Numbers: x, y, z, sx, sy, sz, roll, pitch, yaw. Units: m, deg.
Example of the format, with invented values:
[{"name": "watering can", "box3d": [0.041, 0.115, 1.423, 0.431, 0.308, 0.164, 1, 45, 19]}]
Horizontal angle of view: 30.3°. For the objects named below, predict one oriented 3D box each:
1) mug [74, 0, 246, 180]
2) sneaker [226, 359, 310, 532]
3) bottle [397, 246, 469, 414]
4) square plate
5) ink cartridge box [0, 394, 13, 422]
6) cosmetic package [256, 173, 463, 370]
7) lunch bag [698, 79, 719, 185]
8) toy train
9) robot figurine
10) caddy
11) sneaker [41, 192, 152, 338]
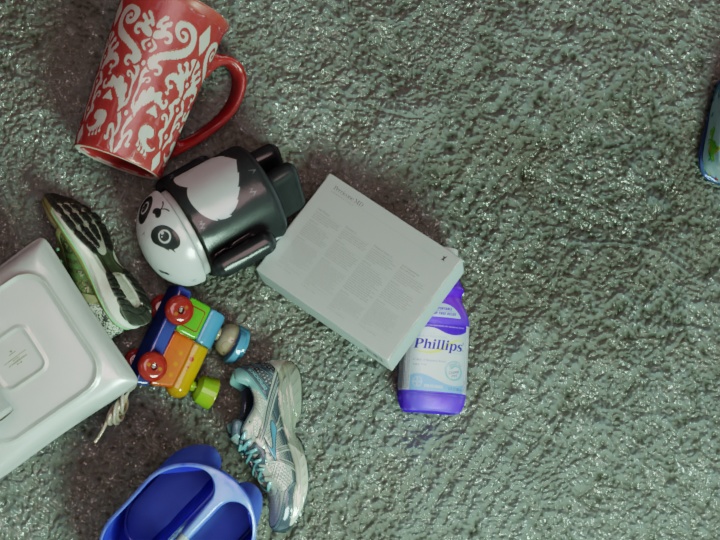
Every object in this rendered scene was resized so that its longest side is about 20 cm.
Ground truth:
[{"name": "mug", "box3d": [-0.230, -0.211, 1.553, 0.176, 0.133, 0.201, 21, 82, -6]}, {"name": "sneaker", "box3d": [-0.115, 0.204, 1.541, 0.086, 0.078, 0.202, 2, 72, -28]}, {"name": "bottle", "box3d": [0.090, 0.073, 1.610, 0.083, 0.065, 0.202, 6, 82, -12]}, {"name": "square plate", "box3d": [-0.382, 0.098, 1.475, 0.199, 0.028, 0.199, -34, 88, -2]}, {"name": "ink cartridge box", "box3d": [-0.495, 0.166, 1.430, 0.200, 0.083, 0.145, -41, 90, 14]}, {"name": "cosmetic package", "box3d": [0.000, 0.000, 1.576, 0.199, 0.052, 0.151, 34, 79, 17]}, {"name": "lunch bag", "box3d": [0.549, -0.172, 1.726, 0.198, 0.082, 0.162, 14, 81, -9]}, {"name": "toy train", "box3d": [-0.216, 0.129, 1.541, 0.115, 0.085, 0.201, 28, 79, -21]}, {"name": "robot figurine", "box3d": [-0.165, -0.068, 1.546, 0.199, 0.150, 0.125, -31, 102, -14]}, {"name": "caddy", "box3d": [-0.199, 0.290, 1.472, 0.141, 0.105, 0.200, 42, 105, -5]}, {"name": "sneaker", "box3d": [-0.327, 0.001, 1.536, 0.088, 0.077, 0.201, -38, 74, 19]}]
